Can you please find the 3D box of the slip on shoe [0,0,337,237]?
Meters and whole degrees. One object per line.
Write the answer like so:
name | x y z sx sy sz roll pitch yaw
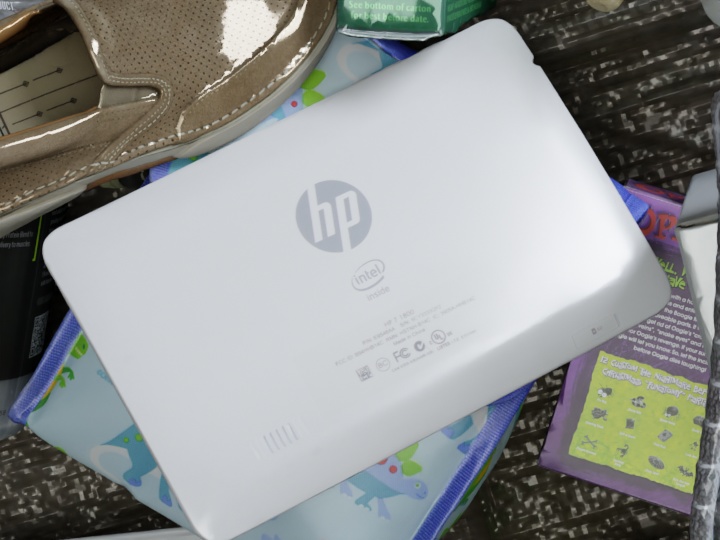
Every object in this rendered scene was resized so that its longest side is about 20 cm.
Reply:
slip on shoe | -0.092 -0.075 1.004 0.200 0.061 0.076 -27 67 -12

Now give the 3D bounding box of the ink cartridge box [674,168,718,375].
ink cartridge box | 0.178 0.056 1.015 0.083 0.145 0.200 -14 97 11

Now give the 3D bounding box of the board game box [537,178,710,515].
board game box | 0.182 0.050 1.101 0.200 0.032 0.120 18 105 5

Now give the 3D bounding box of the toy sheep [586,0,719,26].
toy sheep | 0.161 -0.143 1.021 0.200 0.138 0.138 22 103 -11

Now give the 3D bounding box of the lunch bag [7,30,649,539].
lunch bag | -0.010 0.013 1.075 0.170 0.127 0.200 33 99 3

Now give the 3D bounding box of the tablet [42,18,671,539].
tablet | 0.000 0.000 1.012 0.200 0.014 0.130 -27 77 -16

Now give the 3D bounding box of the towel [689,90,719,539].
towel | 0.144 0.034 0.859 0.085 0.166 0.201 1 98 14

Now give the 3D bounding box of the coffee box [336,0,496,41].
coffee box | 0.025 -0.191 1.037 0.044 0.123 0.201 4 102 12

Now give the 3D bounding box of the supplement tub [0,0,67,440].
supplement tub | -0.173 -0.040 1.092 0.122 0.123 0.200 12 101 7

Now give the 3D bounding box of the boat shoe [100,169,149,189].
boat shoe | -0.058 -0.123 1.084 0.065 0.073 0.200 15 101 8

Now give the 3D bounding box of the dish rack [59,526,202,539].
dish rack | -0.097 0.207 1.141 0.171 0.044 0.200 -7 107 19
